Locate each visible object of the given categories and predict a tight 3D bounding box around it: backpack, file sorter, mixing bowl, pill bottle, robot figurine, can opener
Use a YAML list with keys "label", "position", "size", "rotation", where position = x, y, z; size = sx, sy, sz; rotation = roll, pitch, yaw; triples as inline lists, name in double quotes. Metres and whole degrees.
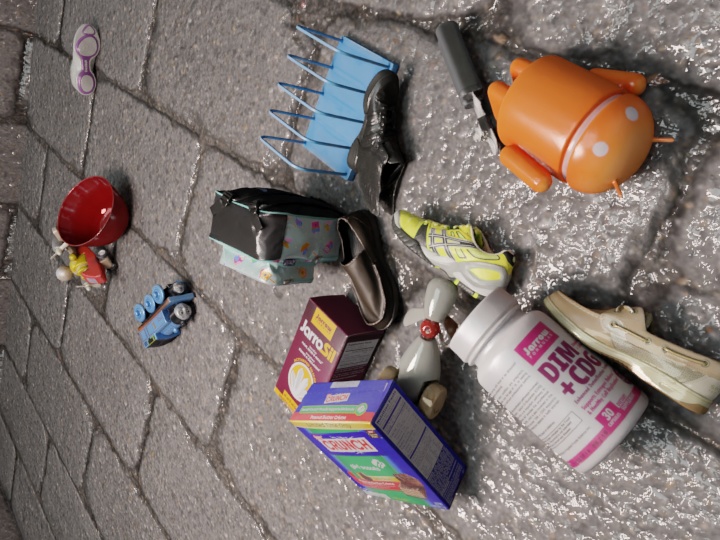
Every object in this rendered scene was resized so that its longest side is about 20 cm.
- label: "backpack"
  position: [-0.128, -0.058, 0.961]
  size: [0.175, 0.200, 0.154]
  rotation: [18, 110, 39]
- label: "file sorter"
  position: [-0.059, -0.270, 0.933]
  size: [0.139, 0.122, 0.200]
  rotation: [42, 120, 35]
- label: "mixing bowl"
  position: [-0.708, -0.144, 1.577]
  size: [0.199, 0.108, 0.201]
  rotation: [-8, 70, 23]
- label: "pill bottle"
  position: [0.207, 0.119, 0.662]
  size: [0.200, 0.113, 0.114]
  rotation: [41, 120, 20]
- label: "robot figurine"
  position: [0.236, -0.164, 0.646]
  size: [0.200, 0.144, 0.117]
  rotation: [45, 141, 32]
- label: "can opener"
  position: [0.158, -0.245, 0.777]
  size: [0.066, 0.053, 0.201]
  rotation: [-24, 74, 7]

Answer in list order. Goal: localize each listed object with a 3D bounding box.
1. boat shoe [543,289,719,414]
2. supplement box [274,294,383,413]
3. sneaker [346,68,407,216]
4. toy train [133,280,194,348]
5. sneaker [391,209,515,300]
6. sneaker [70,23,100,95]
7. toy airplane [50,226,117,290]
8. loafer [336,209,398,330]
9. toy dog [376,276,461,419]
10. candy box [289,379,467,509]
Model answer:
- label: "boat shoe"
  position: [0.296, 0.071, 0.635]
  size: [0.200, 0.072, 0.065]
  rotation: [38, 106, 37]
- label: "supplement box"
  position: [-0.057, 0.154, 0.976]
  size: [0.110, 0.085, 0.201]
  rotation: [41, 119, 36]
- label: "sneaker"
  position: [0.038, -0.192, 0.886]
  size: [0.104, 0.060, 0.200]
  rotation: [45, 127, 36]
- label: "toy train"
  position: [-0.469, 0.104, 1.393]
  size: [0.200, 0.087, 0.115]
  rotation: [-35, 77, 38]
- label: "sneaker"
  position: [0.128, -0.036, 0.802]
  size: [0.200, 0.075, 0.077]
  rotation: [37, 106, 28]
- label: "sneaker"
  position: [-0.830, -0.631, 1.719]
  size: [0.099, 0.075, 0.201]
  rotation: [30, 112, 39]
- label: "toy airplane"
  position: [-0.815, -0.031, 1.662]
  size: [0.200, 0.141, 0.199]
  rotation: [52, 157, -15]
- label: "loafer"
  position: [0.000, 0.000, 0.921]
  size: [0.073, 0.071, 0.201]
  rotation: [-29, 72, 42]
- label: "toy dog"
  position: [0.102, 0.112, 0.821]
  size: [0.132, 0.096, 0.200]
  rotation: [43, 109, 18]
- label: "candy box"
  position: [0.026, 0.247, 0.829]
  size: [0.169, 0.077, 0.200]
  rotation: [-13, 124, 45]
